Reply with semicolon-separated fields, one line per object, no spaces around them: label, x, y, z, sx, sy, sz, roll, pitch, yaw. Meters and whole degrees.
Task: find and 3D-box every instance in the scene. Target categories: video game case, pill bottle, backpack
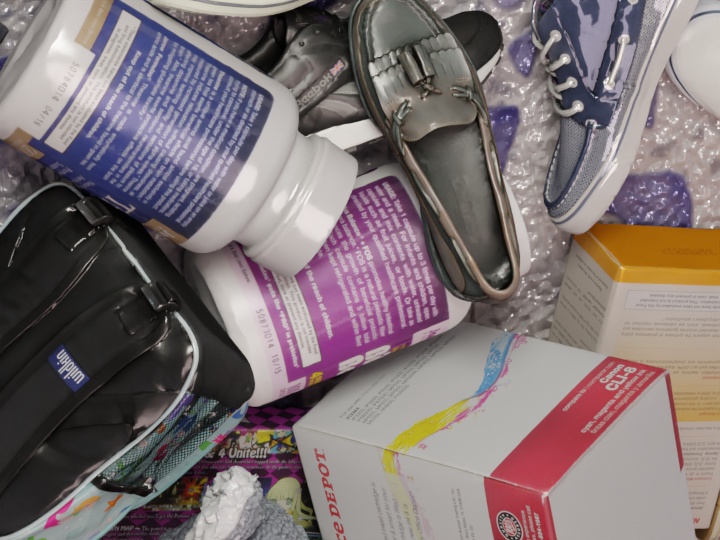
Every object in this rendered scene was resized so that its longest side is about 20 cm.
video game case;-0.109;0.173;1.818;0.199;0.036;0.182;1;117;-24
pill bottle;-0.106;-0.080;1.600;0.200;0.111;0.111;31;102;-15
pill bottle;0.000;0.000;1.729;0.199;0.112;0.113;-22;123;-11
backpack;-0.179;0.071;1.649;0.200;0.178;0.151;-43;154;4

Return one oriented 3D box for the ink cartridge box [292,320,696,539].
ink cartridge box;0.085;0.136;1.763;0.145;0.199;0.146;-42;131;-38

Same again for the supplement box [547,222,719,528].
supplement box;0.190;0.073;1.872;0.126;0.074;0.201;2;115;-25

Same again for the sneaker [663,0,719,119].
sneaker;0.274;-0.111;1.814;0.200;0.071;0.073;29;102;-33

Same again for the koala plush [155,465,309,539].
koala plush;-0.102;0.223;1.725;0.200;0.184;0.177;-46;135;-6

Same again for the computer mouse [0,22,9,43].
computer mouse;-0.204;-0.145;1.564;0.058;0.034;0.200;18;134;-41

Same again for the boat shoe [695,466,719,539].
boat shoe;0.276;0.097;1.923;0.069;0.074;0.201;4;113;-19

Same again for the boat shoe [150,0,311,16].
boat shoe;-0.043;-0.188;1.617;0.200;0.074;0.063;-19;115;-39

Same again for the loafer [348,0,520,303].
loafer;0.053;-0.075;1.645;0.072;0.063;0.201;-23;101;-9

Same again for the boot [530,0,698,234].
boot;0.138;-0.127;1.756;0.090;0.073;0.201;17;100;-22

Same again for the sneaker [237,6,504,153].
sneaker;-0.009;-0.125;1.685;0.199;0.076;0.088;-25;118;-9
